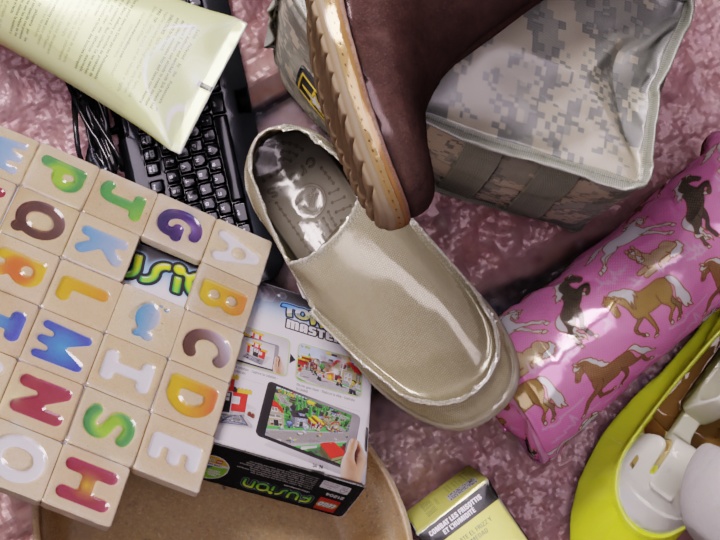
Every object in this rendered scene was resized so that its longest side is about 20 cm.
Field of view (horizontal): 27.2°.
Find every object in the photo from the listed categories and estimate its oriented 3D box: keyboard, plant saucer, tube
[{"bbox_3d":[-0.110,-0.083,0.804,0.103,0.040,0.201,-13,89,-5],"label":"keyboard"},{"bbox_3d":[-0.070,0.135,0.742,0.199,0.035,0.201,16,48,-18],"label":"plant saucer"},{"bbox_3d":[-0.164,-0.136,0.780,0.199,0.052,0.058,26,126,8],"label":"tube"}]

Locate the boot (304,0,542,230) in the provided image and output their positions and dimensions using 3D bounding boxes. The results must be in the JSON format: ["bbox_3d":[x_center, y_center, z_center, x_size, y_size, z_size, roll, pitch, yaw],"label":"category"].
[{"bbox_3d":[0.057,-0.126,0.635,0.165,0.072,0.201,-10,76,-5],"label":"boot"}]

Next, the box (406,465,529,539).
[{"bbox_3d":[0.101,0.202,0.795,0.050,0.075,0.201,-34,90,-4],"label":"box"}]

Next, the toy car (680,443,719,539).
[{"bbox_3d":[0.273,0.118,0.748,0.175,0.200,0.150,-45,47,-6],"label":"toy car"}]

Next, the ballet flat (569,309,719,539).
[{"bbox_3d":[0.181,0.083,0.805,0.067,0.067,0.201,36,87,-1],"label":"ballet flat"}]

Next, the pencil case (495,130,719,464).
[{"bbox_3d":[0.146,0.012,0.792,0.200,0.087,0.083,-40,128,-4],"label":"pencil case"}]

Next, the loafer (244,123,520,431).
[{"bbox_3d":[0.000,0.000,0.754,0.076,0.068,0.200,-45,67,3],"label":"loafer"}]

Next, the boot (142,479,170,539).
[{"bbox_3d":[-0.195,0.183,0.795,0.198,0.068,0.190,7,93,6],"label":"boot"}]

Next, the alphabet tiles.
[{"bbox_3d":[-0.139,0.024,0.716,0.166,0.008,0.201,23,46,-11],"label":"alphabet tiles"}]

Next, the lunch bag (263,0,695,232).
[{"bbox_3d":[0.045,-0.099,0.751,0.199,0.164,0.118,17,83,-2],"label":"lunch bag"}]

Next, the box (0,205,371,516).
[{"bbox_3d":[-0.090,0.046,0.755,0.199,0.035,0.111,18,47,-15],"label":"box"}]
